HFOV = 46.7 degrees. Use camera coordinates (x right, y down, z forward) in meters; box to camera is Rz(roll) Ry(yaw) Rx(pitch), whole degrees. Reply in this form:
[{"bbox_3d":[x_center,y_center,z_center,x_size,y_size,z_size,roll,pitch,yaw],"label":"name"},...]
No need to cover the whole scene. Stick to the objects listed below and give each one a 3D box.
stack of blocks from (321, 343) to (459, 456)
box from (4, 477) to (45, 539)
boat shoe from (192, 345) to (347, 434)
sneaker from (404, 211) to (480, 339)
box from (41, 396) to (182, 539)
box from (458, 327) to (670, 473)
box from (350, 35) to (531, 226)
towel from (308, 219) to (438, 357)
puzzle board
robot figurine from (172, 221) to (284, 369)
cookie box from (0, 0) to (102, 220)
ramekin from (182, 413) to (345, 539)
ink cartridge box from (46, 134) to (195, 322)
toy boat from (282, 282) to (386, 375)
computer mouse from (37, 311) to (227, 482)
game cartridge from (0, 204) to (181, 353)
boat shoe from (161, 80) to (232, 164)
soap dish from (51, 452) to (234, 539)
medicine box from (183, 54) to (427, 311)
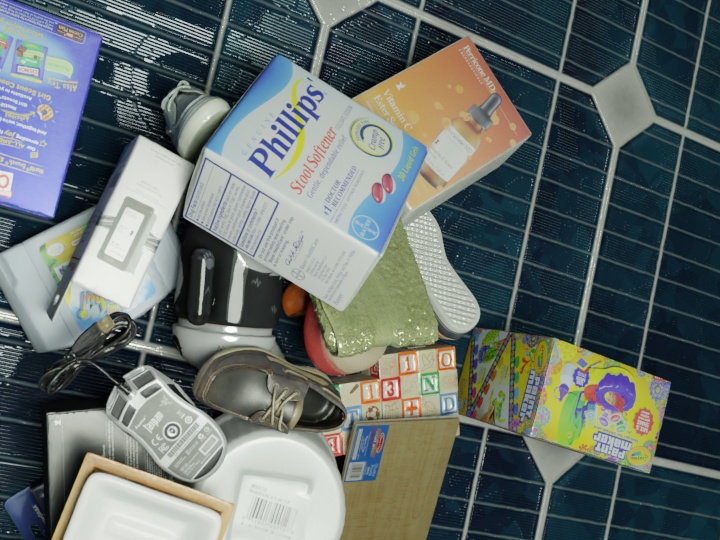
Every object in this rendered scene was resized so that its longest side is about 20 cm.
[{"bbox_3d":[0.027,0.163,1.072,0.195,0.058,0.118,-5,93,-24],"label":"stack of blocks"},{"bbox_3d":[-0.285,0.258,0.949,0.198,0.032,0.123,-32,103,-19],"label":"box"},{"bbox_3d":[-0.086,0.132,0.893,0.198,0.073,0.076,15,99,-45],"label":"boat shoe"},{"bbox_3d":[0.080,0.001,1.090,0.077,0.080,0.203,-20,74,-21],"label":"sneaker"},{"bbox_3d":[-0.267,0.242,0.897,0.138,0.078,0.206,-1,91,-28],"label":"box"},{"bbox_3d":[0.260,0.168,1.104,0.196,0.192,0.125,20,83,-23],"label":"box"},{"bbox_3d":[0.084,-0.169,1.047,0.198,0.106,0.154,-32,85,-20],"label":"box"},{"bbox_3d":[0.000,0.000,0.924,0.145,0.037,0.203,-4,58,-28],"label":"towel"},{"bbox_3d":[0.038,0.274,1.063,0.147,0.017,0.204,2,113,-25],"label":"puzzle board"},{"bbox_3d":[-0.148,0.013,0.940,0.148,0.124,0.206,8,89,-38],"label":"robot figurine"},{"bbox_3d":[-0.382,-0.174,0.875,0.168,0.075,0.205,17,84,-24],"label":"cookie box"},{"bbox_3d":[-0.110,0.262,0.943,0.195,0.098,0.206,-1,93,-15],"label":"ramekin"},{"bbox_3d":[-0.254,-0.031,0.876,0.067,0.116,0.204,27,81,-21],"label":"ink cartridge box"},{"bbox_3d":[-0.038,0.031,1.013,0.131,0.128,0.203,52,33,-43],"label":"toy boat"},{"bbox_3d":[-0.220,0.139,0.853,0.110,0.044,0.200,-46,108,-9],"label":"computer mouse"},{"bbox_3d":[-0.296,0.001,0.939,0.198,0.040,0.136,-31,106,-21],"label":"game cartridge"},{"bbox_3d":[-0.186,-0.162,0.899,0.070,0.201,0.072,-42,98,-10],"label":"boat shoe"},{"bbox_3d":[-0.231,0.296,0.817,0.155,0.081,0.204,23,84,-15],"label":"soap dish"},{"bbox_3d":[-0.054,-0.095,0.873,0.197,0.103,0.184,31,47,-5],"label":"medicine box"}]
